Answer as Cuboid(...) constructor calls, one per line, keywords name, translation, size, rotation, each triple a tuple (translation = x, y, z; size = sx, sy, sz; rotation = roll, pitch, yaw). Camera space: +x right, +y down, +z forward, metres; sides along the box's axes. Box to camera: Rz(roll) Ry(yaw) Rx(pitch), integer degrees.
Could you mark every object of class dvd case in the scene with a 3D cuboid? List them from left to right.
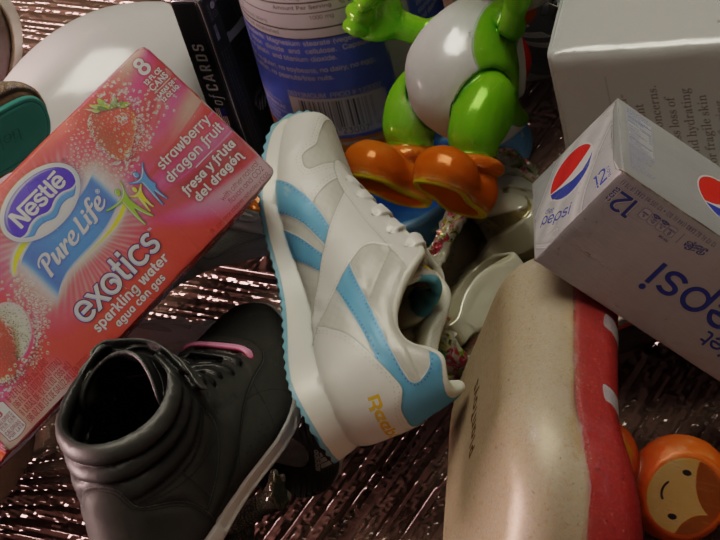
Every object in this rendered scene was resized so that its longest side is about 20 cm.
Cuboid(name="dvd case", translation=(-0.035, -0.152, 1.665), size=(0.025, 0.151, 0.200), rotation=(3, 39, 31))

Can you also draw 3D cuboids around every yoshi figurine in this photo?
Cuboid(name="yoshi figurine", translation=(0.050, -0.136, 1.466), size=(0.112, 0.112, 0.201), rotation=(19, 80, 0))

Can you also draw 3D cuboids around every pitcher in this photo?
Cuboid(name="pitcher", translation=(-0.161, -0.057, 1.619), size=(0.200, 0.122, 0.172), rotation=(-36, 42, -11))

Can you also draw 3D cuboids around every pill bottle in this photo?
Cuboid(name="pill bottle", translation=(-0.016, -0.169, 1.553), size=(0.111, 0.201, 0.112), rotation=(-10, 35, 7))

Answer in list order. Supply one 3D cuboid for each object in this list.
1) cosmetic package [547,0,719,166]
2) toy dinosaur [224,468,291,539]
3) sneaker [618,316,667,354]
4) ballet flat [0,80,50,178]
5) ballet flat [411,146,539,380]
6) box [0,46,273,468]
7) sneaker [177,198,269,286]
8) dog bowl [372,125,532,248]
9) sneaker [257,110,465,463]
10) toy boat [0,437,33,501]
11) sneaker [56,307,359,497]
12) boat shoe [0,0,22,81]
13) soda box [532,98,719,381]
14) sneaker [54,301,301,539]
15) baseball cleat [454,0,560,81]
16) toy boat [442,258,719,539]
Cuboid(name="cosmetic package", translation=(0.217, -0.099, 1.487), size=(0.199, 0.168, 0.167), rotation=(-2, 38, 16))
Cuboid(name="toy dinosaur", translation=(-0.085, 0.149, 1.366), size=(0.102, 0.077, 0.201), rotation=(-8, 39, 30))
Cuboid(name="sneaker", translation=(0.189, 0.018, 1.427), size=(0.199, 0.082, 0.077), rotation=(-24, 25, 31))
Cuboid(name="ballet flat", translation=(-0.258, -0.050, 1.525), size=(0.067, 0.068, 0.199), rotation=(23, 38, 39))
Cuboid(name="ballet flat", translation=(0.069, -0.001, 1.481), size=(0.064, 0.076, 0.200), rotation=(-27, 23, 42))
Cuboid(name="box", translation=(-0.147, -0.002, 1.381), size=(0.200, 0.095, 0.100), rotation=(-47, 3, -22))
Cuboid(name="sneaker", translation=(-0.114, -0.017, 1.550), size=(0.076, 0.092, 0.199), rotation=(42, 23, 31))
Cuboid(name="dog bowl", translation=(0.030, -0.057, 1.601), size=(0.111, 0.050, 0.201), rotation=(-1, 39, 19))
Cuboid(name="sneaker", translation=(0.000, 0.000, 1.406), size=(0.080, 0.077, 0.201), rotation=(-20, 54, 11))
Cuboid(name="toy boat", translation=(-0.268, 0.066, 1.464), size=(0.199, 0.131, 0.131), rotation=(8, 42, 29))
Cuboid(name="sneaker", translation=(-0.071, 0.052, 1.490), size=(0.199, 0.076, 0.115), rotation=(16, 36, 27))
Cuboid(name="boat shoe", translation=(-0.263, -0.109, 1.686), size=(0.059, 0.072, 0.200), rotation=(-40, 0, -37))
Cuboid(name="soda box", translation=(0.177, 0.006, 1.342), size=(0.068, 0.199, 0.064), rotation=(-46, 23, 30))
Cuboid(name="sneaker", translation=(-0.082, 0.056, 1.340), size=(0.070, 0.100, 0.200), rotation=(1, 38, 22))
Cuboid(name="baseball cleat", translation=(0.107, -0.162, 1.605), size=(0.106, 0.200, 0.070), rotation=(0, 78, 15))
Cuboid(name="toy boat", translation=(0.114, 0.094, 1.331), size=(0.130, 0.131, 0.201), rotation=(16, 37, -7))
